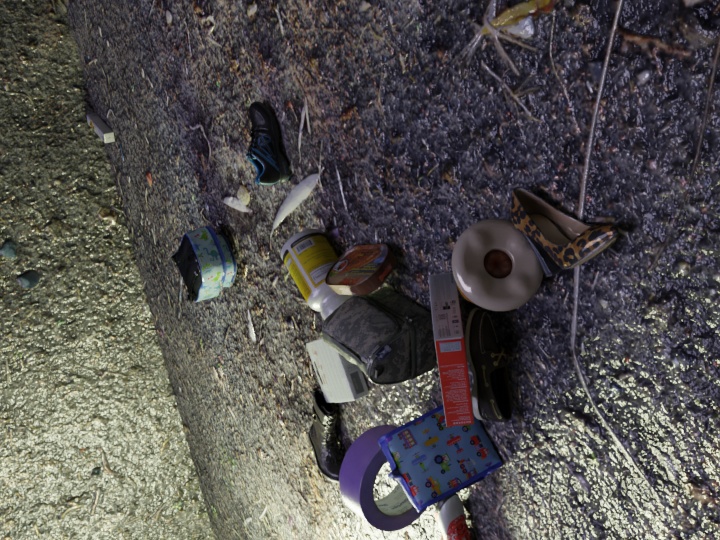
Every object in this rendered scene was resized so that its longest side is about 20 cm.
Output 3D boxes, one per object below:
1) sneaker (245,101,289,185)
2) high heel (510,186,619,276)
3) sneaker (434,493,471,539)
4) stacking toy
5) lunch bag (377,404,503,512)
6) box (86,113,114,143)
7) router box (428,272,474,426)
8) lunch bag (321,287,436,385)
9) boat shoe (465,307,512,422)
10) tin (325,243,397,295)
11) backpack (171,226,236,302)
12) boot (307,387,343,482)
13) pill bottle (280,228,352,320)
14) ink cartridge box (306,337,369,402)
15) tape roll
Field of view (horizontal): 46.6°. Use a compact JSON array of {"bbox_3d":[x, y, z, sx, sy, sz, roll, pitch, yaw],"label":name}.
[{"bbox_3d":[-0.230,-0.297,1.954,0.073,0.081,0.202,-24,84,63],"label":"sneaker"},{"bbox_3d":[0.283,-0.075,1.192,0.144,0.071,0.200,63,159,3],"label":"high heel"},{"bbox_3d":[0.208,0.546,1.688,0.108,0.067,0.203,35,138,46],"label":"sneaker"},{"bbox_3d":[0.205,0.011,1.365,0.200,0.145,0.147,108,138,-74],"label":"stacking toy"},{"bbox_3d":[0.138,0.345,1.554,0.151,0.198,0.094,61,149,20],"label":"lunch bag"},{"bbox_3d":[-0.991,-0.543,3.181,0.200,0.041,0.039,41,140,42],"label":"box"},{"bbox_3d":[0.154,0.132,1.432,0.201,0.048,0.181,-88,-11,-59],"label":"router box"},{"bbox_3d":[0.036,0.136,1.647,0.200,0.167,0.141,32,133,49],"label":"lunch bag"},{"bbox_3d":[0.226,0.163,1.440,0.060,0.071,0.203,3,107,40],"label":"boat shoe"},{"bbox_3d":[0.000,0.000,1.694,0.042,0.112,0.199,49,158,-20],"label":"tin"},{"bbox_3d":[-0.444,-0.029,2.410,0.184,0.146,0.200,64,154,16],"label":"backpack"},{"bbox_3d":[-0.083,0.417,2.115,0.200,0.069,0.175,51,145,37],"label":"boot"},{"bbox_3d":[-0.087,0.016,1.849,0.201,0.112,0.113,58,148,24],"label":"pill bottle"},{"bbox_3d":[-0.058,0.233,2.002,0.200,0.047,0.162,-26,83,66],"label":"ink cartridge box"},{"bbox_3d":[0.059,0.431,1.741,0.085,0.199,0.202,14,118,56],"label":"tape roll"}]
